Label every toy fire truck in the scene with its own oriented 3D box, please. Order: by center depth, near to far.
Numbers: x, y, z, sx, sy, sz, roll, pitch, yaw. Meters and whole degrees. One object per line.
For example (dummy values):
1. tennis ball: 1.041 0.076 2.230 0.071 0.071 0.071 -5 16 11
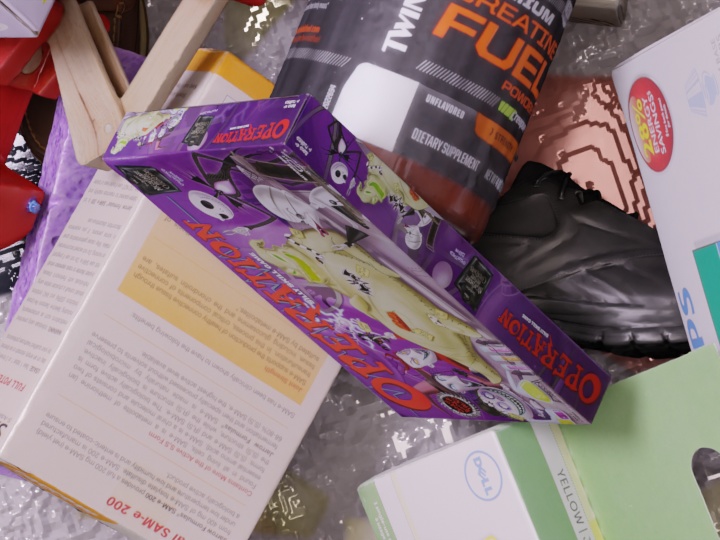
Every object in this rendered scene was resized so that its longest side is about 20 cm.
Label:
1. toy fire truck: -0.125 -0.089 1.047 0.141 0.049 0.201 29 102 35

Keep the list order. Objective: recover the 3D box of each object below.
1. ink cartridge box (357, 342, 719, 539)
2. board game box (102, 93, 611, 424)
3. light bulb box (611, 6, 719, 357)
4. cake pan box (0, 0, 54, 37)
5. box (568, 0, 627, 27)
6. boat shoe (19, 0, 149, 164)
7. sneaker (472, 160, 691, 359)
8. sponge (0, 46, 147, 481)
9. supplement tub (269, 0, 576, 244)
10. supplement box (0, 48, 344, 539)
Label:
1. ink cartridge box: 0.097 0.130 1.044 0.200 0.048 0.146 -28 82 50
2. board game box: 0.000 0.000 0.990 0.200 0.120 0.032 41 68 -33
3. light bulb box: 0.239 -0.026 1.012 0.199 0.125 0.200 -15 86 -18
4. cake pan box: -0.187 -0.189 1.058 0.199 0.052 0.185 3 60 38
5. box: 0.027 -0.163 1.106 0.198 0.068 0.083 8 90 9
6. boat shoe: -0.138 -0.147 1.129 0.071 0.068 0.202 3 89 8
7. sneaker: 0.103 -0.004 1.092 0.198 0.076 0.092 0 83 6
8. sponge: -0.102 0.005 1.114 0.111 0.030 0.202 13 90 -25
9. supplement tub: 0.036 -0.119 1.010 0.106 0.107 0.201 21 85 8
10. supplement box: -0.074 0.019 1.069 0.126 0.073 0.201 34 80 -27
